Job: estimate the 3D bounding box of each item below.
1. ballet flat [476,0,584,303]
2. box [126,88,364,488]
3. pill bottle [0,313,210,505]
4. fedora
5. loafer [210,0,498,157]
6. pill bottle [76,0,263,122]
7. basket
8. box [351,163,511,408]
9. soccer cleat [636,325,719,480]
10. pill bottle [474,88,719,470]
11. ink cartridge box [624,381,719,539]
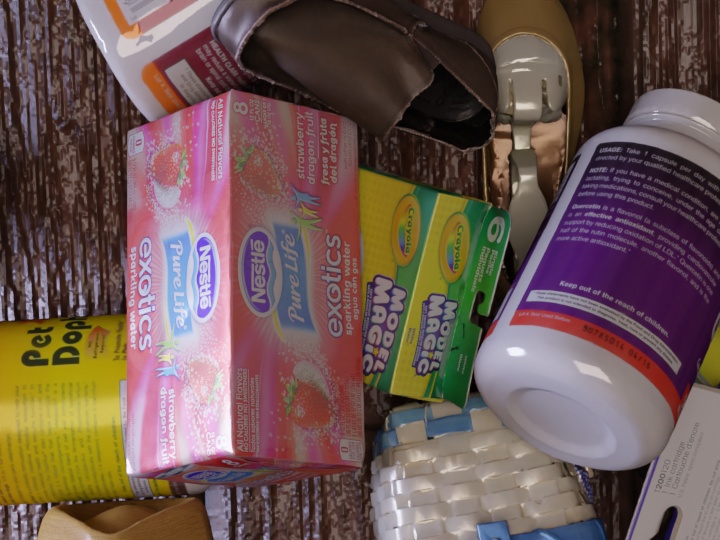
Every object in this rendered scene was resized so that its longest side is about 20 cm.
[{"bbox_3d":[0.102,-0.076,1.220,0.068,0.063,0.202,-2,94,1],"label":"ballet flat"},{"bbox_3d":[-0.064,0.014,1.135,0.094,0.102,0.202,10,73,-41],"label":"box"},{"bbox_3d":[-0.186,0.083,1.217,0.198,0.109,0.110,-3,94,1],"label":"pill bottle"},{"bbox_3d":[-0.134,0.174,1.177,0.199,0.201,0.083,-3,94,2],"label":"fedora"},{"bbox_3d":[0.009,-0.115,1.129,0.199,0.071,0.073,11,131,-38],"label":"loafer"},{"bbox_3d":[-0.055,-0.175,1.176,0.199,0.114,0.115,-29,93,7],"label":"pill bottle"},{"bbox_3d":[0.074,0.172,1.184,0.138,0.176,0.202,-6,84,-4],"label":"basket"},{"bbox_3d":[0.000,0.000,1.172,0.048,0.199,0.118,9,96,-43],"label":"box"},{"bbox_3d":[0.189,0.032,1.237,0.083,0.065,0.202,-12,90,-27],"label":"soccer cleat"},{"bbox_3d":[0.148,0.001,1.123,0.112,0.113,0.201,29,64,-1],"label":"pill bottle"},{"bbox_3d":[0.222,0.170,1.205,0.199,0.043,0.200,16,96,-30],"label":"ink cartridge box"}]
